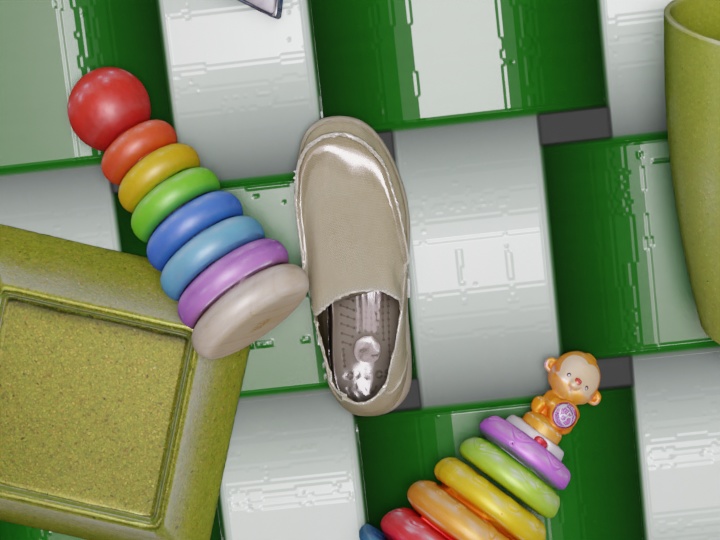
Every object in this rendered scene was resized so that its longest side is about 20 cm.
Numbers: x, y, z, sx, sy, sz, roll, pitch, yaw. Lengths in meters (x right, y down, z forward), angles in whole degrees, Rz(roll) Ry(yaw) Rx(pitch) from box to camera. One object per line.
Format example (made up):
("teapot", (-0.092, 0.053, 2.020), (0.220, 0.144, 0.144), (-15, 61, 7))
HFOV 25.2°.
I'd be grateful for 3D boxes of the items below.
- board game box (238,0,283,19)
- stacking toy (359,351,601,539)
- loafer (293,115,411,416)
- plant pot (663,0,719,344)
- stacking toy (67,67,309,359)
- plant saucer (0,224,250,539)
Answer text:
("board game box", (-0.097, -0.264, 1.019), (0.199, 0.062, 0.200), (40, 97, -5))
("stacking toy", (0.096, 0.138, 1.058), (0.116, 0.110, 0.201), (36, 86, -1))
("loafer", (0.000, 0.000, 1.047), (0.075, 0.068, 0.202), (-10, 97, 3))
("plant pot", (0.269, -0.054, 0.994), (0.185, 0.187, 0.202), (3, 112, 1))
("stacking toy", (-0.119, -0.046, 1.033), (0.085, 0.085, 0.201), (-36, 78, 6))
("plant saucer", (-0.183, 0.087, 1.075), (0.198, 0.048, 0.202), (12, 98, 0))
